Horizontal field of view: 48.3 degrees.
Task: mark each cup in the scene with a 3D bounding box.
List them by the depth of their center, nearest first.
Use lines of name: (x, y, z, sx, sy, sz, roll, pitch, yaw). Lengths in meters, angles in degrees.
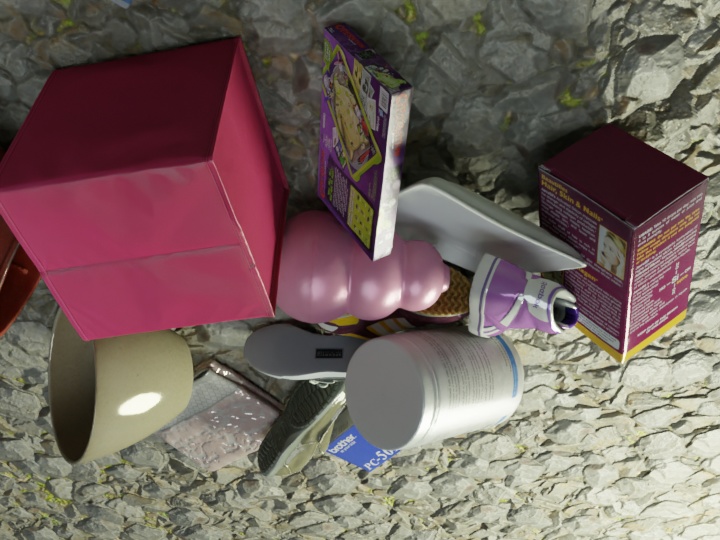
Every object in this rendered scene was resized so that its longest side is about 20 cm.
cup: (-0.297, 0.135, 1.014, 0.142, 0.202, 0.201, 2, 142, -37)

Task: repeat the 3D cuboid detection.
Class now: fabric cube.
fabric cube: (-0.192, -0.076, 0.776, 0.197, 0.197, 0.201, -8, 134, 7)

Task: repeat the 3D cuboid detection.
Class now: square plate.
square plate: (0.107, -0.045, 0.851, 0.199, 0.029, 0.198, 25, 168, -20)

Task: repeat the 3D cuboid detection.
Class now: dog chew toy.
dog chew toy: (0.000, 0.000, 0.890, 0.198, 0.125, 0.125, 5, 135, -1)

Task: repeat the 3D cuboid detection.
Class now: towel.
towel: (-0.219, 0.221, 1.188, 0.199, 0.032, 0.191, -29, 127, 29)

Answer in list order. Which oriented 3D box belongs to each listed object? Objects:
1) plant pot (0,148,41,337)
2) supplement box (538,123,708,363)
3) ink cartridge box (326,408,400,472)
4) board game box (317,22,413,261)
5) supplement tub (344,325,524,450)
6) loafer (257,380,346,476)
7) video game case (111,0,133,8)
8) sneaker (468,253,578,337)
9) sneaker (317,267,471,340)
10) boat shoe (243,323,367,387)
plant pot: (-0.422, -0.059, 0.817, 0.194, 0.202, 0.201, 26, 131, -11)
supplement box: (0.265, -0.026, 0.834, 0.103, 0.131, 0.201, -30, 137, -17)
ink cartridge box: (0.038, 0.218, 1.164, 0.093, 0.044, 0.200, 29, 129, -22)
board game box: (-0.001, -0.120, 0.782, 0.032, 0.120, 0.201, -24, 143, -26)
supplement tub: (0.093, 0.136, 0.966, 0.199, 0.133, 0.132, 0, 146, -45)
loafer: (-0.072, 0.217, 1.142, 0.069, 0.076, 0.200, 20, 120, -36)
video game case: (-0.243, -0.334, 0.642, 0.199, 0.022, 0.182, 26, 130, -22)
sneaker: (0.182, 0.049, 0.896, 0.113, 0.073, 0.201, 19, 172, 14)
sneaker: (0.043, 0.042, 0.981, 0.198, 0.076, 0.090, 0, 152, 2)
boat shoe: (-0.052, 0.113, 1.047, 0.197, 0.074, 0.068, -3, 154, 11)
